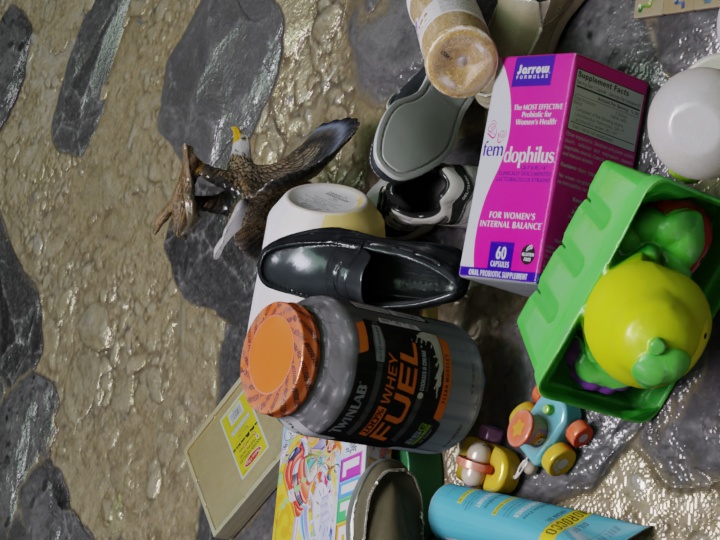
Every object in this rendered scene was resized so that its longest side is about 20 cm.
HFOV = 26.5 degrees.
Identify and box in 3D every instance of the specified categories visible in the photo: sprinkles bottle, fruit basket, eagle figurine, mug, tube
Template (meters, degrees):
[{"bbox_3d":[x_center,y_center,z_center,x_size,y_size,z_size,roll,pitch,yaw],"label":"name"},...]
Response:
[{"bbox_3d":[0.084,-0.227,1.430,0.069,0.068,0.201,-58,17,21],"label":"sprinkles bottle"},{"bbox_3d":[0.228,0.031,1.200,0.215,0.154,0.218,-30,53,48],"label":"fruit basket"},{"bbox_3d":[-0.097,-0.086,1.566,0.151,0.198,0.153,2,91,64],"label":"eagle figurine"},{"bbox_3d":[-0.018,0.002,1.496,0.150,0.184,0.155,-91,3,-67],"label":"mug"},{"bbox_3d":[0.145,0.220,1.305,0.199,0.077,0.051,2,112,46],"label":"tube"}]

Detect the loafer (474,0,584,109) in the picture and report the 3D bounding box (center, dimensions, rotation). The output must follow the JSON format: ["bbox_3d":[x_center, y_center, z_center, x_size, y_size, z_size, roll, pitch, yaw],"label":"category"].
[{"bbox_3d":[0.155,-0.244,1.435,0.201,0.068,0.076,-58,43,22],"label":"loafer"}]

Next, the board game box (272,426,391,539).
[{"bbox_3d":[-0.029,0.226,1.444,0.134,0.034,0.202,-27,48,42],"label":"board game box"}]

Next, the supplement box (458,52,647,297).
[{"bbox_3d":[0.170,-0.080,1.346,0.101,0.103,0.202,5,82,52],"label":"supplement box"}]

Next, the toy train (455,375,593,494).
[{"bbox_3d":[0.120,0.126,1.383,0.199,0.055,0.152,-23,63,45],"label":"toy train"}]

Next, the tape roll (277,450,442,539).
[{"bbox_3d":[-0.004,0.212,1.514,0.199,0.048,0.203,-17,67,47],"label":"tape roll"}]

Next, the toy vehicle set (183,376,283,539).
[{"bbox_3d":[-0.118,0.183,1.676,0.200,0.026,0.125,-51,46,28],"label":"toy vehicle set"}]

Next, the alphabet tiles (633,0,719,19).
[{"bbox_3d":[0.301,-0.307,1.327,0.199,0.006,0.169,2,81,51],"label":"alphabet tiles"}]

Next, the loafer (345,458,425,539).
[{"bbox_3d":[0.031,0.263,1.327,0.069,0.075,0.202,-21,62,55],"label":"loafer"}]

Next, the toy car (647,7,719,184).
[{"bbox_3d":[0.321,-0.134,1.161,0.149,0.175,0.201,37,112,9],"label":"toy car"}]

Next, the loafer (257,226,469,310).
[{"bbox_3d":[0.000,0.000,1.385,0.198,0.070,0.069,4,104,10],"label":"loafer"}]

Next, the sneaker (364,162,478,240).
[{"bbox_3d":[0.050,-0.076,1.500,0.199,0.087,0.077,-9,75,50],"label":"sneaker"}]

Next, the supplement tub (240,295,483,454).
[{"bbox_3d":[0.001,0.091,1.345,0.122,0.198,0.124,-20,65,50],"label":"supplement tub"}]

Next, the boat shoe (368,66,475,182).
[{"bbox_3d":[0.057,-0.141,1.471,0.060,0.076,0.200,-37,9,47],"label":"boat shoe"}]
